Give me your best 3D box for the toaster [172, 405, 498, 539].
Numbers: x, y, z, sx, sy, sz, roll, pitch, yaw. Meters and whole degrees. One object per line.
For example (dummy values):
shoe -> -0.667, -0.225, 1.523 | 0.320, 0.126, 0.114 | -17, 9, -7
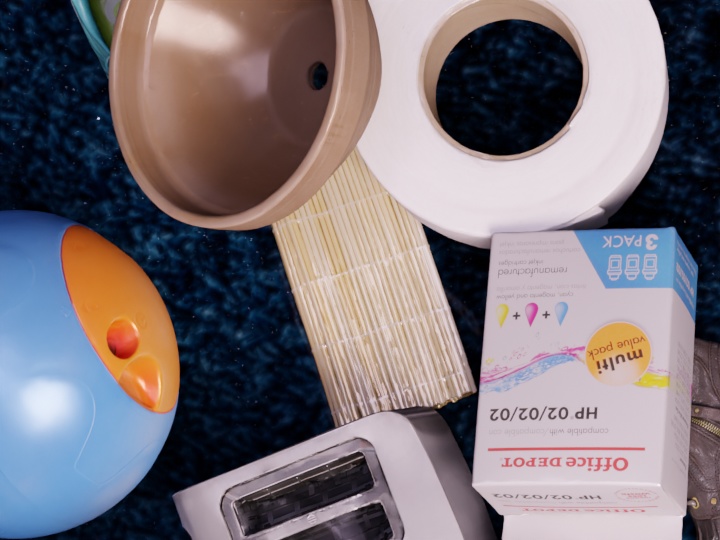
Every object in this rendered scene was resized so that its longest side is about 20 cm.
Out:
toaster -> 0.001, 0.189, 1.447 | 0.199, 0.119, 0.181 | -22, 83, 10

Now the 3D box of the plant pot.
plant pot -> -0.053, -0.123, 1.425 | 0.200, 0.093, 0.202 | -3, 86, 42

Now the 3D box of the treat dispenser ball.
treat dispenser ball -> -0.211, 0.063, 1.458 | 0.200, 0.201, 0.202 | -1, 86, 12

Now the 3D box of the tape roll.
tape roll -> 0.091, -0.114, 1.467 | 0.202, 0.071, 0.203 | -1, 83, 8

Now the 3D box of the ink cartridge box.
ink cartridge box -> 0.132, 0.080, 1.389 | 0.115, 0.068, 0.201 | -2, 68, 20

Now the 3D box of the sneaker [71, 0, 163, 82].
sneaker -> -0.134, -0.121, 1.518 | 0.077, 0.080, 0.200 | -34, 81, 10

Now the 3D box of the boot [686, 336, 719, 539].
boot -> 0.177, 0.113, 1.444 | 0.173, 0.069, 0.201 | 13, 79, 13

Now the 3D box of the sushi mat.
sushi mat -> 0.000, 0.000, 1.514 | 0.095, 0.012, 0.201 | -20, 82, 9
